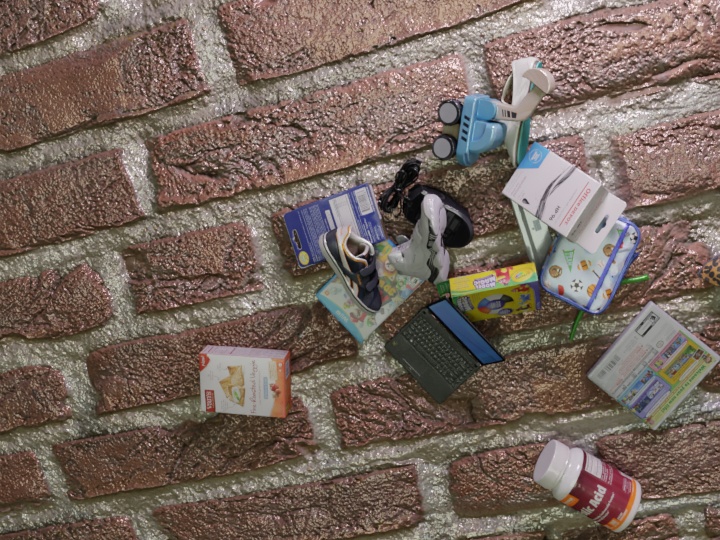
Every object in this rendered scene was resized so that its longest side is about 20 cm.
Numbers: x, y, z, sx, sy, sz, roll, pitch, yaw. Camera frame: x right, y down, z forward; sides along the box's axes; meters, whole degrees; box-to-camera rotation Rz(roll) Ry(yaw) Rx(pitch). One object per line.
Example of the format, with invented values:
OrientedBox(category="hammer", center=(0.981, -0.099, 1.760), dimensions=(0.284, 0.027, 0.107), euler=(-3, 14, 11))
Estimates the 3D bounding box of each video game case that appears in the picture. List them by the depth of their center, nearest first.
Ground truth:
OrientedBox(category="video game case", center=(0.589, 0.194, 1.622), dimensions=(0.181, 0.022, 0.201), euler=(37, 107, -1))
OrientedBox(category="video game case", center=(0.020, 0.034, 1.679), dimensions=(0.143, 0.018, 0.200), euler=(44, 107, -4))

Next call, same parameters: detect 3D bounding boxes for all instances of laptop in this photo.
OrientedBox(category="laptop", center=(0.168, 0.168, 1.645), dimensions=(0.177, 0.103, 0.200), euler=(45, 107, -3))

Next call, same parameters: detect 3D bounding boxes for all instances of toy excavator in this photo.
OrientedBox(category="toy excavator", center=(0.248, -0.283, 1.483), dimensions=(0.196, 0.099, 0.199), euler=(17, 110, 25))

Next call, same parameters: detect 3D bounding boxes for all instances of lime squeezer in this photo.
OrientedBox(category="lime squeezer", center=(0.475, 0.054, 1.604), dimensions=(0.200, 0.038, 0.070), euler=(-43, 126, 16))

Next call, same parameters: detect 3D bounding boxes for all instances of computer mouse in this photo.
OrientedBox(category="computer mouse", center=(0.144, -0.126, 1.592), dimensions=(0.198, 0.053, 0.139), euler=(37, 128, -1))

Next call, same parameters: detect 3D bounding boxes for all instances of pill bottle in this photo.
OrientedBox(category="pill bottle", center=(0.465, 0.440, 1.659), dimensions=(0.197, 0.114, 0.116), euler=(28, 108, 1))

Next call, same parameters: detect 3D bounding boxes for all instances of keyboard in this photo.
OrientedBox(category="keyboard", center=(0.344, -0.088, 1.598), dimensions=(0.055, 0.011, 0.204), euler=(-18, 101, 9))

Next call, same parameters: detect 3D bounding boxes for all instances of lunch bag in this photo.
OrientedBox(category="lunch bag", center=(0.443, -0.027, 1.543), dimensions=(0.158, 0.075, 0.204), euler=(27, 98, 11))

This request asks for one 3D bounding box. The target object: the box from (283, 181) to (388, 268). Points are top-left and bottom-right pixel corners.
OrientedBox(category="box", center=(-0.052, -0.091, 1.643), dimensions=(0.196, 0.032, 0.124), euler=(-17, 95, 16))

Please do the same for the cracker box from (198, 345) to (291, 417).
OrientedBox(category="cracker box", center=(-0.252, 0.242, 1.760), dimensions=(0.195, 0.058, 0.138), euler=(3, 105, 10))

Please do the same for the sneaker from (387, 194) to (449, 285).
OrientedBox(category="sneaker", center=(0.109, -0.059, 1.569), dimensions=(0.112, 0.076, 0.203), euler=(6, 130, 20))

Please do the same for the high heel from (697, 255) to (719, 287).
OrientedBox(category="high heel", center=(0.734, 0.062, 1.544), dimensions=(0.139, 0.071, 0.205), euler=(-13, 100, 20))

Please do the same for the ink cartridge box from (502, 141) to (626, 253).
OrientedBox(category="ink cartridge box", center=(0.378, -0.135, 1.495), dimensions=(0.199, 0.067, 0.117), euler=(39, 103, 30))

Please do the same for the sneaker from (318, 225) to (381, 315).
OrientedBox(category="sneaker", center=(0.000, 0.000, 1.604), dimensions=(0.078, 0.079, 0.202), euler=(-23, 117, 26))

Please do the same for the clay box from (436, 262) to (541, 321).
OrientedBox(category="clay box", center=(0.255, 0.050, 1.593), dimensions=(0.195, 0.049, 0.116), euler=(-13, 146, 10))

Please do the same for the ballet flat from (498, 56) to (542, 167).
OrientedBox(category="ballet flat", center=(0.296, -0.302, 1.527), dimensions=(0.068, 0.069, 0.205), euler=(10, 102, 7))
